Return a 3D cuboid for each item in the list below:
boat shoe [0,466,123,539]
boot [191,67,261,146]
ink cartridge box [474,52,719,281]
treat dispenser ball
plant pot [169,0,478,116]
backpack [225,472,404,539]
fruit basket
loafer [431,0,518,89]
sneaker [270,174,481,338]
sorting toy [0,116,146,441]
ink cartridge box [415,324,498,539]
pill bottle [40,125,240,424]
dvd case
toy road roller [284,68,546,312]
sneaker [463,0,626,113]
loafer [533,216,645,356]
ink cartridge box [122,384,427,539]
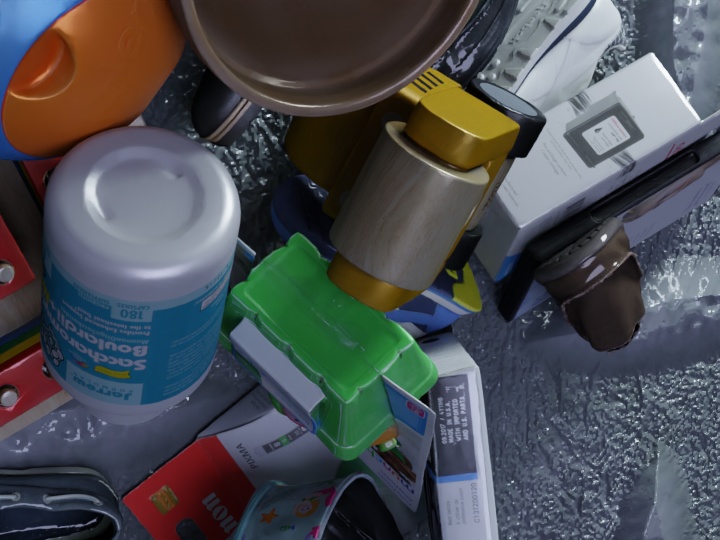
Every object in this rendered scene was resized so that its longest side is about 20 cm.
[{"bbox_3d":[-0.258,0.175,1.190,0.200,0.062,0.073,-4,110,-25],"label":"boat shoe"},{"bbox_3d":[-0.102,-0.195,1.136,0.138,0.077,0.200,25,83,-27],"label":"boot"},{"bbox_3d":[0.170,-0.082,1.273,0.200,0.116,0.067,-30,76,-14],"label":"ink cartridge box"},{"bbox_3d":[-0.197,-0.164,1.018,0.201,0.201,0.201,-9,112,-23],"label":"treat dispenser ball"},{"bbox_3d":[-0.028,-0.198,1.001,0.201,0.093,0.201,-15,125,-22],"label":"plant pot"},{"bbox_3d":[-0.030,0.244,1.226,0.150,0.178,0.200,-3,125,22],"label":"backpack"},{"bbox_3d":[-0.029,0.072,1.147,0.094,0.185,0.200,-40,163,-23],"label":"fruit basket"},{"bbox_3d":[0.031,-0.143,1.215,0.201,0.068,0.070,-48,129,1],"label":"loafer"},{"bbox_3d":[0.000,0.000,1.233,0.082,0.074,0.200,-31,139,29],"label":"sneaker"},{"bbox_3d":[-0.201,-0.003,1.150,0.199,0.070,0.200,-31,118,-14],"label":"sorting toy"},{"bbox_3d":[0.067,0.150,1.253,0.043,0.200,0.198,-7,96,0],"label":"ink cartridge box"},{"bbox_3d":[-0.135,0.014,1.047,0.111,0.111,0.200,-16,150,-21],"label":"pill bottle"},{"bbox_3d":[0.197,-0.036,1.308,0.200,0.143,0.018,-30,76,-14],"label":"dvd case"},{"bbox_3d":[0.015,-0.072,1.105,0.146,0.200,0.123,31,110,9],"label":"toy road roller"},{"bbox_3d":[0.113,-0.125,1.263,0.200,0.076,0.081,-44,130,-4],"label":"sneaker"},{"bbox_3d":[0.178,0.016,1.254,0.073,0.071,0.200,-36,165,6],"label":"loafer"},{"bbox_3d":[-0.050,0.165,1.298,0.200,0.050,0.161,-39,120,-11],"label":"ink cartridge box"}]
